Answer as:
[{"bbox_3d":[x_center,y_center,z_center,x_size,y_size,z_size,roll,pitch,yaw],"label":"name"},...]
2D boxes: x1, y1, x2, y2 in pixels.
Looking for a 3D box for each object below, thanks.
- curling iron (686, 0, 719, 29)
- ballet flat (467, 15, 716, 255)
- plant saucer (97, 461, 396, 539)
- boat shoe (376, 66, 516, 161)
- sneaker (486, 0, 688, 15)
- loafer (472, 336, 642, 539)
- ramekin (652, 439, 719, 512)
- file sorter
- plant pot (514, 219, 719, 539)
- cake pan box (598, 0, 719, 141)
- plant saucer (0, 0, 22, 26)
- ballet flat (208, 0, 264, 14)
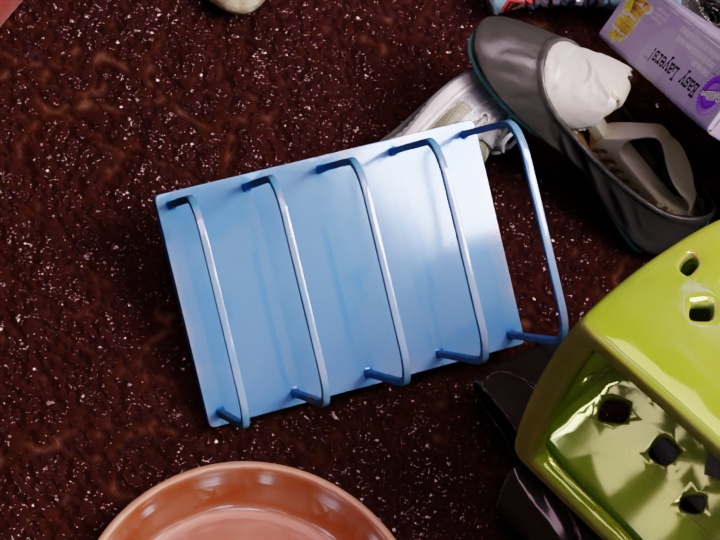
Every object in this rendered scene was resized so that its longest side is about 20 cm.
[{"bbox_3d":[0.190,-0.240,1.257,0.026,0.049,0.200,-48,68,18],"label":"curling iron"},{"bbox_3d":[0.153,-0.092,1.110,0.200,0.068,0.068,44,52,-23],"label":"ballet flat"},{"bbox_3d":[-0.061,0.204,0.981,0.199,0.032,0.201,5,63,-10],"label":"plant saucer"},{"bbox_3d":[0.047,-0.067,1.123,0.202,0.074,0.065,-40,88,-23],"label":"boat shoe"},{"bbox_3d":[0.126,-0.200,1.215,0.199,0.079,0.096,33,74,14],"label":"sneaker"},{"bbox_3d":[0.113,0.138,1.036,0.071,0.073,0.201,-13,61,-6],"label":"loafer"},{"bbox_3d":[0.276,0.065,1.087,0.201,0.094,0.204,5,63,-10],"label":"ramekin"},{"bbox_3d":[0.000,0.000,1.011,0.199,0.123,0.140,-14,93,-12],"label":"file sorter"},{"bbox_3d":[0.220,0.070,0.919,0.200,0.199,0.181,44,69,13],"label":"plant pot"},{"bbox_3d":[0.261,-0.090,1.097,0.199,0.052,0.184,28,18,-26],"label":"cake pan box"},{"bbox_3d":[-0.303,-0.230,1.153,0.199,0.037,0.200,31,61,6],"label":"plant saucer"},{"bbox_3d":[-0.093,-0.260,1.199,0.066,0.057,0.201,-3,64,-12],"label":"ballet flat"}]
